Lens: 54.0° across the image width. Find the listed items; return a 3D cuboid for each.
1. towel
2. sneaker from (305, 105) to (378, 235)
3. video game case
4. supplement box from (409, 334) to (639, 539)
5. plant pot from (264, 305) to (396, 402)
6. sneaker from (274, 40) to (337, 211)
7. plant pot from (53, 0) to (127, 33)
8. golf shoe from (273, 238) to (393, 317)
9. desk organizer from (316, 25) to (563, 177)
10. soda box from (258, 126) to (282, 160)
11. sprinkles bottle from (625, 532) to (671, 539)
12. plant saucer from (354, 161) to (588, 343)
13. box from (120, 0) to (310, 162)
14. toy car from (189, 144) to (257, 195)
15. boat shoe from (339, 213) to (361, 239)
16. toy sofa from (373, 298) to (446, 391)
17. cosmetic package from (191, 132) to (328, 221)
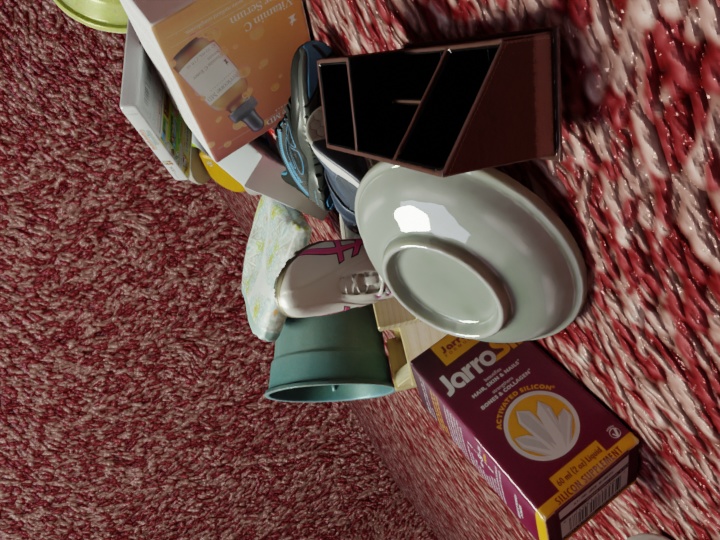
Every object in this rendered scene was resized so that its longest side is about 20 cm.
[{"bbox_3d":[-0.130,-0.015,1.034,0.200,0.047,0.174,-129,52,-62],"label":"towel"},{"bbox_3d":[0.036,-0.060,0.693,0.203,0.077,0.147,48,171,21],"label":"sneaker"},{"bbox_3d":[-0.233,-0.236,0.834,0.182,0.022,0.204,76,-168,-73],"label":"video game case"},{"bbox_3d":[0.150,0.142,0.670,0.200,0.110,0.086,47,165,40],"label":"supplement box"},{"bbox_3d":[-0.047,0.089,1.075,0.201,0.196,0.200,94,174,-73],"label":"plant pot"},{"bbox_3d":[-0.061,-0.150,0.744,0.081,0.073,0.202,27,143,22],"label":"sneaker"},{"bbox_3d":[-0.293,-0.427,0.841,0.202,0.199,0.185,53,157,12],"label":"plant pot"},{"bbox_3d":[0.000,0.000,0.743,0.091,0.198,0.074,6,111,48],"label":"golf shoe"},{"bbox_3d":[0.040,-0.111,0.461,0.200,0.076,0.073,-147,48,-64],"label":"desk organizer"},{"bbox_3d":[-0.093,-0.187,0.912,0.200,0.063,0.070,44,166,47],"label":"soda box"},{"bbox_3d":[0.302,0.344,0.695,0.068,0.068,0.202,39,159,56],"label":"sprinkles bottle"},{"bbox_3d":[0.073,0.001,0.549,0.198,0.051,0.201,26,150,16],"label":"plant saucer"},{"bbox_3d":[-0.140,-0.241,0.730,0.107,0.151,0.201,50,169,26],"label":"box"},{"bbox_3d":[-0.216,-0.226,1.149,0.172,0.152,0.201,13,155,19],"label":"toy car"},{"bbox_3d":[0.005,-0.050,0.937,0.201,0.056,0.068,84,-174,-60],"label":"boat shoe"},{"bbox_3d":[0.074,0.076,0.938,0.201,0.096,0.084,72,-175,-56],"label":"toy sofa"},{"bbox_3d":[-0.137,-0.148,0.981,0.150,0.052,0.199,37,-171,28],"label":"cosmetic package"}]
